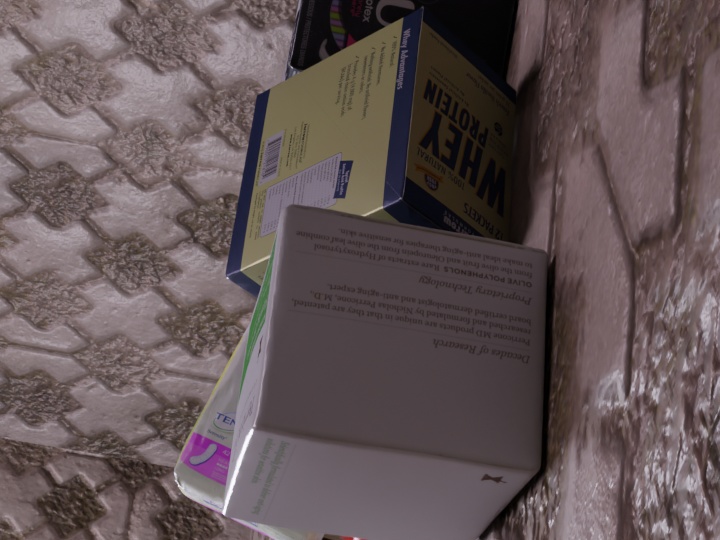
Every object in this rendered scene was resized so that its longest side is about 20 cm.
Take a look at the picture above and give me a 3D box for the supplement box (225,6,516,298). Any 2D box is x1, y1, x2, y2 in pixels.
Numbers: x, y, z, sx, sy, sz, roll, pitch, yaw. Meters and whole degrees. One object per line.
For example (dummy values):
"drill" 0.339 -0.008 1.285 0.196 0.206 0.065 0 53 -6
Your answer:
"supplement box" 0.012 -0.076 1.186 0.199 0.134 0.201 -21 49 37

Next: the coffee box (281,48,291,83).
"coffee box" 0.012 -0.153 1.428 0.114 0.198 0.080 134 147 -78

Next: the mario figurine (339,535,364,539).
"mario figurine" 0.003 0.224 1.304 0.200 0.105 0.124 88 158 -83

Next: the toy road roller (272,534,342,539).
"toy road roller" -0.032 0.303 1.503 0.146 0.122 0.202 -34 -42 -79

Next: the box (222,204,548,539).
"box" 0.014 0.086 1.008 0.199 0.198 0.173 114 164 -61

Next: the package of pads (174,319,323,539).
"package of pads" -0.073 0.149 1.332 0.201 0.153 0.068 -62 -15 -20

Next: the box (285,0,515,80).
"box" 0.035 -0.219 1.325 0.106 0.198 0.123 151 129 -82
